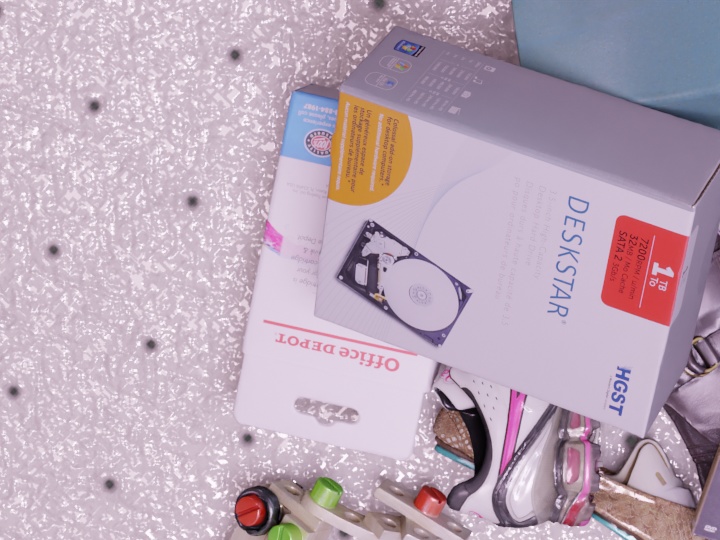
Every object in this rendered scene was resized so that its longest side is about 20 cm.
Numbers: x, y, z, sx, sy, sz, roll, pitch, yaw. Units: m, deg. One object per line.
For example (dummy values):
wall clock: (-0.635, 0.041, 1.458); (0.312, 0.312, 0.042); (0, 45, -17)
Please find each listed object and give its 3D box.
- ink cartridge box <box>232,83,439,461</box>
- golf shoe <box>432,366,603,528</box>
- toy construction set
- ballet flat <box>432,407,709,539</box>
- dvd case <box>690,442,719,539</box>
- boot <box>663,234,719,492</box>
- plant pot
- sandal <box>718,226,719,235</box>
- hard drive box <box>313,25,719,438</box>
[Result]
ink cartridge box: (0.000, 0.000, 1.437); (0.115, 0.068, 0.201); (13, 100, 6)
golf shoe: (0.088, 0.048, 1.396); (0.092, 0.073, 0.201); (1, 68, -5)
toy construction set: (-0.029, 0.201, 1.459); (0.131, 0.092, 0.200); (36, 94, 26)
ballet flat: (0.141, 0.119, 1.439); (0.200, 0.071, 0.065); (26, 93, 0)
dvd case: (0.286, 0.077, 1.353); (0.148, 0.016, 0.200); (16, 106, -2)
boot: (0.251, 0.053, 1.415); (0.200, 0.069, 0.174); (-25, 84, -1)
plant pot: (0.192, -0.127, 1.339); (0.200, 0.141, 0.142); (-14, 66, 15)
sandal: (0.225, -0.047, 1.399); (0.203, 0.050, 0.082); (40, 82, 21)
hard drive box: (0.085, -0.022, 1.300); (0.200, 0.077, 0.156); (19, 128, 17)
